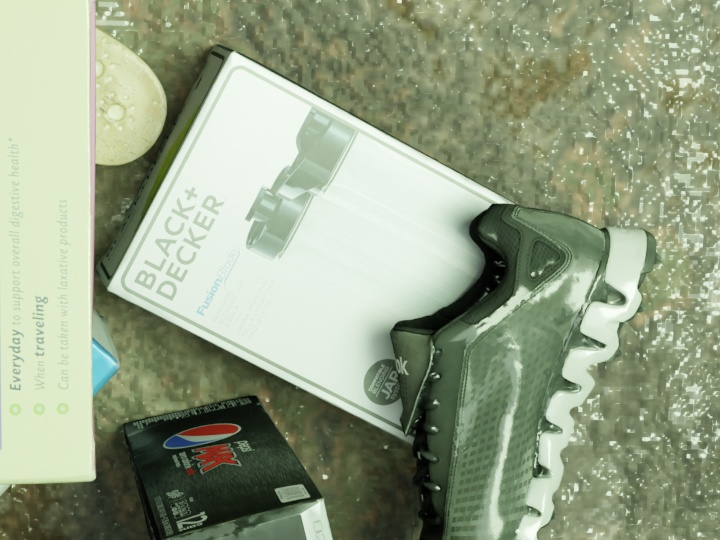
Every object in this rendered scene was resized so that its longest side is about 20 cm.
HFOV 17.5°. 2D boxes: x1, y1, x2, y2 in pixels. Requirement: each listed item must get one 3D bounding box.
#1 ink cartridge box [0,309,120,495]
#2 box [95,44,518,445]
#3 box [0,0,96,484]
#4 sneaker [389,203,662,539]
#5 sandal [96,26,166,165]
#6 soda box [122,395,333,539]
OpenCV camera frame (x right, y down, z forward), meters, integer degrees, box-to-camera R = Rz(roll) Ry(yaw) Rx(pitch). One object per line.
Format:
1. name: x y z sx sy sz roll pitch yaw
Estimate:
1. ink cartridge box: -0.219 0.052 0.933 0.147 0.145 0.200 44 89 -13
2. box: 0.000 0.000 1.007 0.200 0.060 0.117 29 92 -12
3. box: -0.191 -0.019 0.806 0.199 0.097 0.177 -1 95 -8
4. sneaker: 0.045 0.061 0.962 0.090 0.066 0.200 23 90 -10
5. sandal: -0.174 -0.103 0.956 0.211 0.070 0.078 25 93 -12
6. soda box: -0.052 0.107 0.942 0.063 0.200 0.071 -14 101 -7
